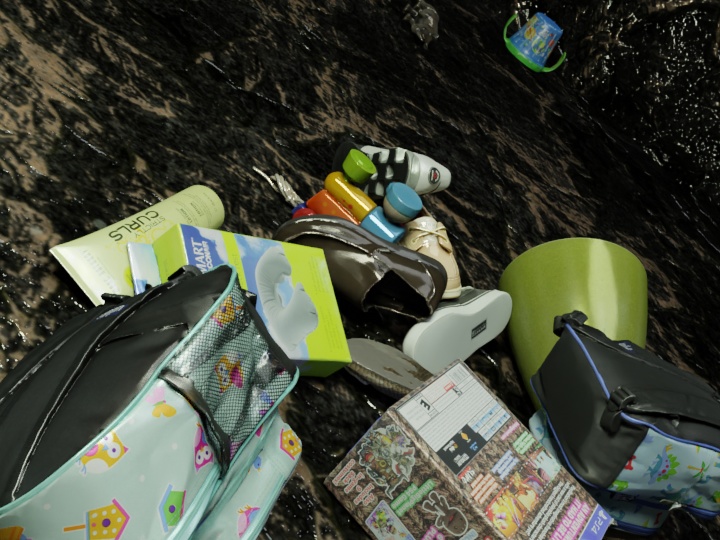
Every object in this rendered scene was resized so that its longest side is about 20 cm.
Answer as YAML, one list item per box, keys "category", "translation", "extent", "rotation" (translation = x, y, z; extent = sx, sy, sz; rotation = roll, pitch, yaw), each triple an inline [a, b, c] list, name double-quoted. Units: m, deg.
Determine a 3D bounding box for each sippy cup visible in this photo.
- category: "sippy cup"
  translation: [0.512, -0.671, 2.616]
  extent: [0.176, 0.131, 0.140]
  rotation: [13, 35, -40]

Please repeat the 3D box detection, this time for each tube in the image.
- category: "tube"
  translation: [-0.188, -0.023, 0.801]
  extent: [0.057, 0.053, 0.200]
  rotation: [15, 26, 16]

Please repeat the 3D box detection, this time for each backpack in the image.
- category: "backpack"
  translation: [0.275, 0.163, 0.889]
  extent: [0.198, 0.148, 0.184]
  rotation: [18, 24, -19]
- category: "backpack"
  translation: [-0.141, 0.110, 0.512]
  extent: [0.200, 0.174, 0.155]
  rotation: [-46, 116, -53]

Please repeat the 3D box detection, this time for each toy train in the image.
- category: "toy train"
  translation: [-0.029, -0.093, 1.035]
  extent: [0.200, 0.116, 0.085]
  rotation: [44, 26, 8]

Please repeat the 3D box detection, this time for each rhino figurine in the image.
- category: "rhino figurine"
  translation: [0.144, -0.562, 2.048]
  extent: [0.087, 0.060, 0.201]
  rotation: [41, 28, -21]

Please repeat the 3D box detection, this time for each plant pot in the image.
- category: "plant pot"
  translation: [0.260, 0.099, 1.070]
  extent: [0.186, 0.187, 0.202]
  rotation: [27, 45, -23]

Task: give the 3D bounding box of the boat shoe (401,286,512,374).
- category: "boat shoe"
  translation: [0.099, 0.064, 1.025]
  extent: [0.063, 0.072, 0.199]
  rotation: [16, 21, 35]

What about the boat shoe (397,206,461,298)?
- category: "boat shoe"
  translation: [0.071, -0.032, 1.075]
  extent: [0.073, 0.070, 0.200]
  rotation: [0, 25, -17]

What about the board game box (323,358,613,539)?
- category: "board game box"
  translation: [0.096, 0.197, 0.767]
  extent: [0.200, 0.097, 0.159]
  rotation: [46, 27, 13]

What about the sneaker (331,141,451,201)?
- category: "sneaker"
  translation: [0.036, -0.118, 1.131]
  extent: [0.088, 0.075, 0.199]
  rotation: [6, 8, -34]

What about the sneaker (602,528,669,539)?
- category: "sneaker"
  translation: [0.290, 0.281, 0.920]
  extent: [0.198, 0.071, 0.076]
  rotation: [29, 27, -22]

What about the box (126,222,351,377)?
- category: "box"
  translation: [-0.102, 0.030, 0.795]
  extent: [0.199, 0.047, 0.123]
  rotation: [9, 58, -47]

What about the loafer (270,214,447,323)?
- category: "loafer"
  translation: [0.000, 0.000, 0.942]
  extent: [0.197, 0.074, 0.072]
  rotation: [15, 35, -7]

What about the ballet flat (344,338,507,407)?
- category: "ballet flat"
  translation: [0.061, 0.124, 0.906]
  extent: [0.198, 0.047, 0.068]
  rotation: [24, 27, -20]
